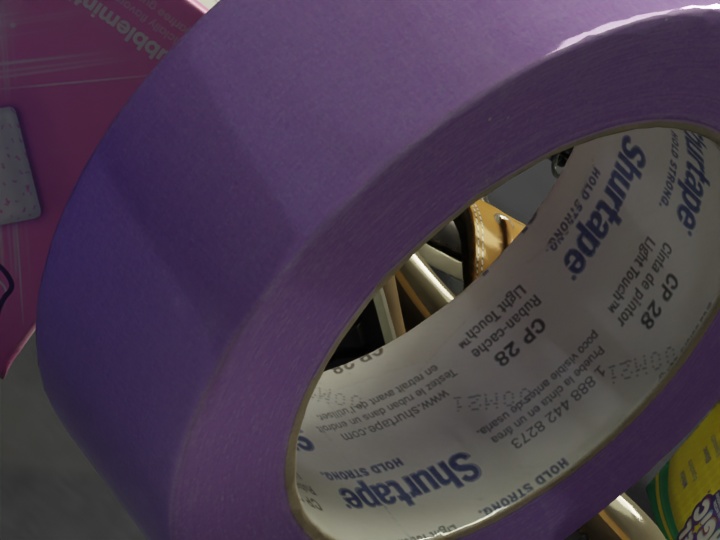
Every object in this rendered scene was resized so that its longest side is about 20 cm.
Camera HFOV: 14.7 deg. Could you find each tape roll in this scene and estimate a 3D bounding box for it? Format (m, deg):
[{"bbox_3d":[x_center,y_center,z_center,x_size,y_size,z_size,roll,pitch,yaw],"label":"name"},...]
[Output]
[{"bbox_3d":[0.022,-0.002,0.683,0.200,0.200,0.066,15,28,-52],"label":"tape roll"}]

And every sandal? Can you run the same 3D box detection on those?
[{"bbox_3d":[0.040,0.016,0.853,0.200,0.055,0.082,51,-10,19],"label":"sandal"}]

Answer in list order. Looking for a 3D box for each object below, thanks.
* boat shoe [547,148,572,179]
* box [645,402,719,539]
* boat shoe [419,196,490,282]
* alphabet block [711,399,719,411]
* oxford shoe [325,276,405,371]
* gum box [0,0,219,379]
[{"bbox_3d":[0.101,-0.077,1.263,0.200,0.075,0.062,37,21,13],"label":"boat shoe"},{"bbox_3d":[0.161,0.130,0.891,0.117,0.048,0.200,35,15,-15],"label":"box"},{"bbox_3d":[0.014,-0.068,1.069,0.073,0.063,0.200,28,20,-28],"label":"boat shoe"},{"bbox_3d":[0.226,0.001,0.991,0.196,0.196,0.200,30,-5,38],"label":"alphabet block"},{"bbox_3d":[-0.020,-0.045,0.795,0.084,0.073,0.201,-28,104,-49],"label":"oxford shoe"},{"bbox_3d":[-0.137,-0.081,0.711,0.200,0.114,0.066,36,18,-8],"label":"gum box"}]
